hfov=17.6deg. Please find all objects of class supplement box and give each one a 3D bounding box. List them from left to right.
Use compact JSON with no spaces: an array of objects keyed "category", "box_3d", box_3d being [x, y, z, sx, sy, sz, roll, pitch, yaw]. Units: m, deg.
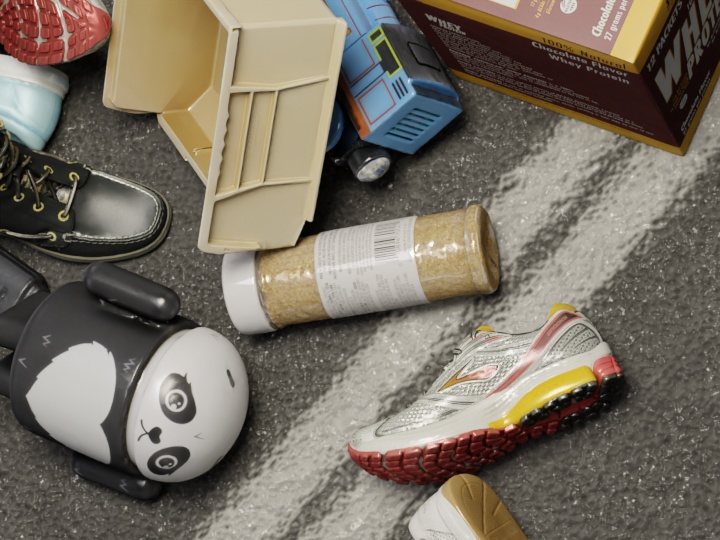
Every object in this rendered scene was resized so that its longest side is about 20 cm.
[{"category":"supplement box","box_3d":[0.152,-0.201,1.659,0.197,0.200,0.133,22,82,22]}]

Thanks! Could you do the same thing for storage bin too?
[{"category":"storage bin","box_3d":[-0.105,-0.145,1.702,0.093,0.199,0.200,-8,38,-26]}]

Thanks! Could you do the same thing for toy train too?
[{"category":"toy train","box_3d":[-0.011,-0.165,1.754,0.114,0.087,0.200,-38,62,23]}]

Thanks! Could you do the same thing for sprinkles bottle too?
[{"category":"sprinkles bottle","box_3d":[0.000,0.000,1.722,0.199,0.068,0.068,-9,72,15]}]

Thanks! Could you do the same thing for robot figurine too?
[{"category":"robot figurine","box_3d":[-0.180,0.082,1.726,0.200,0.150,0.125,20,68,22]}]

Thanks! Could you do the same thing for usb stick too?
[{"category":"usb stick","box_3d":[-0.331,-0.018,1.855,0.200,0.033,0.056,33,89,23]}]

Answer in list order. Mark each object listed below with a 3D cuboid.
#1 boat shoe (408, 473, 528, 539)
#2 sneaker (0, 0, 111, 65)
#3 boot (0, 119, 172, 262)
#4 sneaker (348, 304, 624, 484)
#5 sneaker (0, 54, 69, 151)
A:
[{"category":"boat shoe","box_3d":[0.104,0.241,1.626,0.069,0.071,0.200,-42,72,31]},{"category":"sneaker","box_3d":[-0.247,-0.207,1.820,0.200,0.082,0.078,21,113,52]},{"category":"boot","box_3d":[-0.253,-0.067,1.769,0.203,0.154,0.074,11,75,8]},{"category":"sneaker","box_3d":[0.084,0.091,1.664,0.200,0.078,0.082,-23,64,0]},{"category":"sneaker","box_3d":[-0.335,-0.133,1.868,0.199,0.074,0.082,6,74,21]}]
